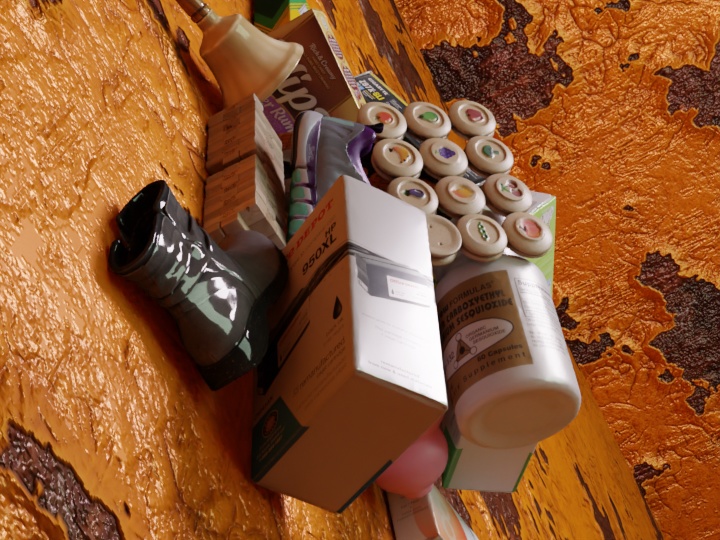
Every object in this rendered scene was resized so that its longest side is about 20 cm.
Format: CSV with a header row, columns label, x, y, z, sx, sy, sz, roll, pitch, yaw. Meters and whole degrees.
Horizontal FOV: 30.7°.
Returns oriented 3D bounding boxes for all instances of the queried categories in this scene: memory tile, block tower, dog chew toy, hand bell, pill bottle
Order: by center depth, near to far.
label,x,y,z,sx,sy,sz,roll,pitch,yaw
block tower,-0.102,-0.078,1.158,0.058,0.053,0.201,57,15,-34
dog chew toy,0.023,0.108,1.185,0.125,0.123,0.203,-46,117,-77
pill bottle,0.124,0.050,1.203,0.114,0.113,0.202,49,24,-50
memory tile,0.086,-0.087,1.219,0.017,0.151,0.202,113,-35,-45
hand bell,-0.155,-0.250,1.240,0.200,0.104,0.105,48,18,-21

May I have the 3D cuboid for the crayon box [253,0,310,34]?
label,x,y,z,sx,sy,sz,roll,pitch,yaw
crayon box,-0.061,-0.243,1.631,0.201,0.058,0.174,57,15,-33

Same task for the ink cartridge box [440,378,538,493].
label,x,y,z,sx,sy,sz,roll,pitch,yaw
ink cartridge box,0.127,0.103,1.346,0.147,0.083,0.202,103,-12,-48

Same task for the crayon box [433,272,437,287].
label,x,y,z,sx,sy,sz,roll,pitch,yaw
crayon box,0.000,0.000,1.266,0.052,0.124,0.200,69,13,21

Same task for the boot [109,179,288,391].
label,x,y,z,sx,sy,sz,roll,pitch,yaw
boot,-0.116,-0.016,0.958,0.132,0.069,0.201,54,11,-22

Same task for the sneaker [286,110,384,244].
label,x,y,z,sx,sy,sz,roll,pitch,yaw
sneaker,-0.021,-0.038,1.134,0.074,0.086,0.204,127,-34,-80

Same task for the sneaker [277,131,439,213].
label,x,y,z,sx,sy,sz,roll,pitch,yaw
sneaker,-0.006,-0.082,1.295,0.076,0.197,0.092,-64,149,-25

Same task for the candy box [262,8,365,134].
label,x,y,z,sx,sy,sz,roll,pitch,yaw
candy box,-0.051,-0.157,1.376,0.202,0.115,0.056,65,13,-3

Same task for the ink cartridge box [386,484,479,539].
label,x,y,z,sx,sy,sz,roll,pitch,yaw
ink cartridge box,0.072,0.225,1.315,0.163,0.050,0.202,53,20,-45

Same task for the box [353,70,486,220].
label,x,y,z,sx,sy,sz,roll,pitch,yaw
box,0.042,-0.093,1.433,0.049,0.161,0.200,-23,55,-38

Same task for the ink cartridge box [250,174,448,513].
label,x,y,z,sx,sy,sz,roll,pitch,yaw
ink cartridge box,-0.014,0.052,0.983,0.083,0.145,0.202,23,39,-24

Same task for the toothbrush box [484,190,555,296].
label,x,y,z,sx,sy,sz,roll,pitch,yaw
toothbrush box,0.140,0.009,1.499,0.086,0.144,0.203,-33,129,-50
